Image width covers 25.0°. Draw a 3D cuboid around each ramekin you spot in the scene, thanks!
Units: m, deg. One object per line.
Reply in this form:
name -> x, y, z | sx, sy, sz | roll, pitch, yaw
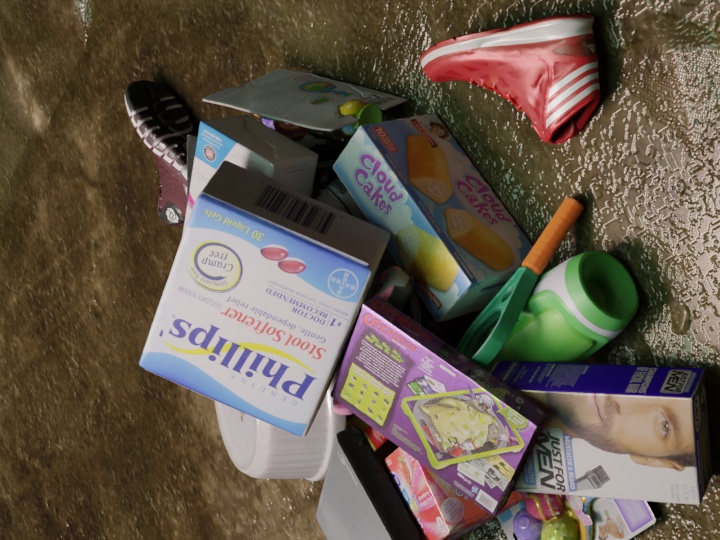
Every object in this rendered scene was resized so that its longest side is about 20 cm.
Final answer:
ramekin -> -0.093, 0.133, 1.753 | 0.202, 0.093, 0.205 | 172, 90, -69

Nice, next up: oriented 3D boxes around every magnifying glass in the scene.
magnifying glass -> 0.147, 0.017, 1.529 | 0.022, 0.201, 0.080 | 38, 172, -10

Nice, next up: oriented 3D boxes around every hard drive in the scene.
hard drive -> 0.006, 0.266, 1.692 | 0.140, 0.033, 0.201 | 60, 158, 25

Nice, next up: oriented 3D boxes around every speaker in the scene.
speaker -> 0.175, 0.061, 1.558 | 0.200, 0.088, 0.089 | -43, 70, 44

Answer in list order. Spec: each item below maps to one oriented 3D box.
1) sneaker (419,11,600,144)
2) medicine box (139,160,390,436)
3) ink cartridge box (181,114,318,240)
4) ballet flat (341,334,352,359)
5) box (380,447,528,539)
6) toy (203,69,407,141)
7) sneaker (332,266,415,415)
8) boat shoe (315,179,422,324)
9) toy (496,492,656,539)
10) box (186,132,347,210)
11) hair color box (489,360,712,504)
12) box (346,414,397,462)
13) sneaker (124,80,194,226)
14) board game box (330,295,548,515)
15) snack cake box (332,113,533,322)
sneaker -> 0.140, -0.170, 1.537 | 0.199, 0.078, 0.117 | -7, 94, 49
medicine box -> -0.093, 0.028, 1.578 | 0.181, 0.103, 0.201 | 23, 115, 2
ink cartridge box -> -0.120, -0.044, 1.673 | 0.115, 0.068, 0.202 | 31, 121, 36
ballet flat -> -0.024, 0.070, 1.800 | 0.199, 0.046, 0.068 | 34, 124, 36
box -> 0.079, 0.222, 1.652 | 0.103, 0.094, 0.200 | 64, 158, 13
toy -> -0.058, -0.165, 1.715 | 0.199, 0.115, 0.048 | 14, 120, 43
sneaker -> 0.037, 0.080, 1.603 | 0.095, 0.079, 0.201 | 23, 136, 7
boat shoe -> 0.000, 0.000, 1.679 | 0.072, 0.066, 0.201 | 34, 159, 47
toy -> 0.195, 0.240, 1.613 | 0.200, 0.047, 0.116 | -44, 67, 43
box -> -0.083, -0.067, 1.768 | 0.199, 0.124, 0.150 | 20, 114, 43
hair color box -> 0.217, 0.147, 1.493 | 0.198, 0.065, 0.110 | 0, 112, 23
box -> 0.033, 0.160, 1.745 | 0.200, 0.075, 0.050 | -46, 69, 42
sneaker -> -0.236, -0.124, 1.955 | 0.201, 0.075, 0.116 | 54, 137, 21
board game box -> 0.069, 0.125, 1.511 | 0.199, 0.032, 0.121 | 35, 132, 19
snack cake box -> 0.076, -0.055, 1.609 | 0.201, 0.114, 0.067 | 55, 134, 20
